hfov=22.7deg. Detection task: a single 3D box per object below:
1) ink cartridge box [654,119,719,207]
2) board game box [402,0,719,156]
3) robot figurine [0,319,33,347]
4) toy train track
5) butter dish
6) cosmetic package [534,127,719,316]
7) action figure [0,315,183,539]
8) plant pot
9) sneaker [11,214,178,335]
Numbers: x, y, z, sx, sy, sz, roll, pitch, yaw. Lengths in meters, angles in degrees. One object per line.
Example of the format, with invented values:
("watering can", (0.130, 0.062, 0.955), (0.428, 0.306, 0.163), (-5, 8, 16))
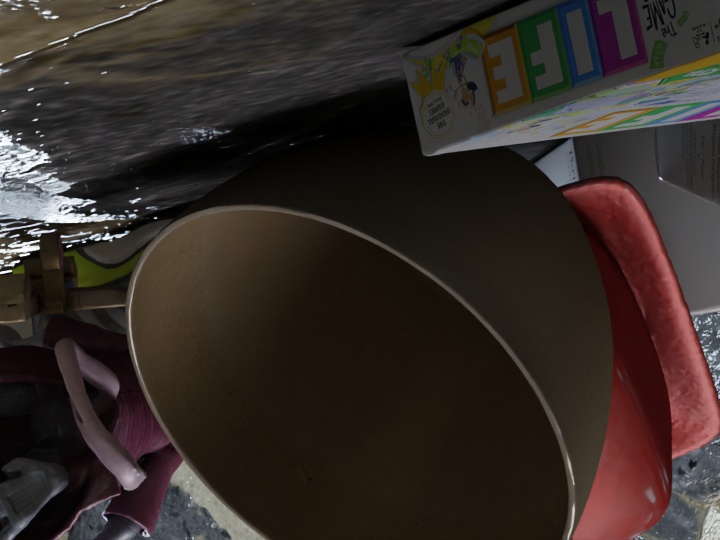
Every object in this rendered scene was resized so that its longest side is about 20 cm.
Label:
("ink cartridge box", (0.235, -0.051, 0.740), (0.162, 0.057, 0.200), (-11, -158, -14))
("board game box", (0.132, -0.076, 0.568), (0.199, 0.034, 0.134), (-10, 177, -38))
("robot figurine", (-0.192, 0.068, 1.078), (0.124, 0.151, 0.200), (21, 162, -25))
("toy train track", (-0.150, 0.000, 0.808), (0.114, 0.033, 0.200), (-4, -177, -3))
("butter dish", (0.072, 0.085, 0.863), (0.198, 0.201, 0.148), (-17, -140, 12))
("cosmetic package", (0.148, -0.020, 1.020), (0.084, 0.108, 0.200), (-10, 175, -5))
("action figure", (-0.126, 0.058, 0.818), (0.149, 0.135, 0.200), (-33, 168, 27))
("plant pot", (0.024, 0.020, 0.735), (0.200, 0.201, 0.135), (-15, -155, 44))
("sneaker", (-0.097, 0.016, 0.927), (0.199, 0.081, 0.074), (-15, 176, 40))
